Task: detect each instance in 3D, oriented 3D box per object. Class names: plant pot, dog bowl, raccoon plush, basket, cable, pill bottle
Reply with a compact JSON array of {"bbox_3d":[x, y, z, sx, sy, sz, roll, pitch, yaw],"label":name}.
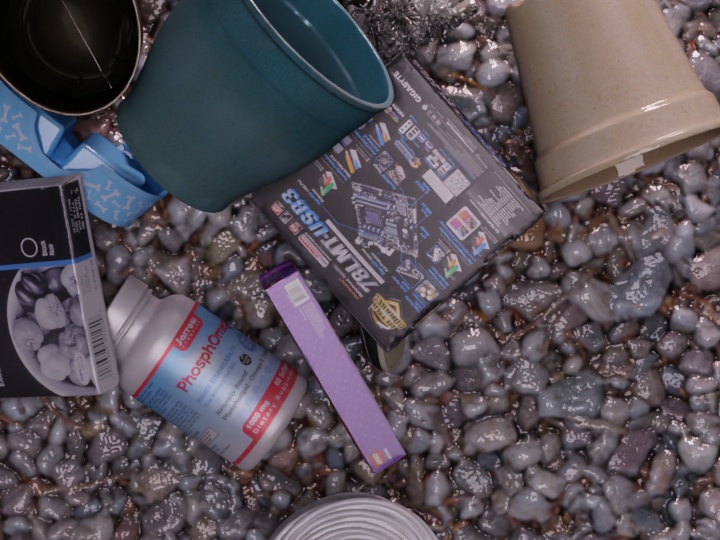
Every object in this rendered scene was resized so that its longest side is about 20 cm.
[{"bbox_3d":[0.225,-0.183,1.632,0.199,0.200,0.184,-21,85,-2],"label":"plant pot"},{"bbox_3d":[-0.274,-0.114,1.626,0.200,0.112,0.050,37,102,-7],"label":"dog bowl"},{"bbox_3d":[0.036,-0.198,1.666,0.133,0.097,0.201,5,113,-15],"label":"raccoon plush"},{"bbox_3d":[-0.261,-0.223,1.565,0.136,0.200,0.181,-30,94,0],"label":"basket"},{"bbox_3d":[-0.006,0.317,1.710,0.200,0.069,0.200,-45,97,0],"label":"cable"},{"bbox_3d":[-0.158,0.093,1.654,0.200,0.109,0.109,34,92,-7],"label":"pill bottle"},{"bbox_3d":[-0.105,-0.157,1.530,0.200,0.200,0.188,45,111,-7],"label":"plant pot"}]

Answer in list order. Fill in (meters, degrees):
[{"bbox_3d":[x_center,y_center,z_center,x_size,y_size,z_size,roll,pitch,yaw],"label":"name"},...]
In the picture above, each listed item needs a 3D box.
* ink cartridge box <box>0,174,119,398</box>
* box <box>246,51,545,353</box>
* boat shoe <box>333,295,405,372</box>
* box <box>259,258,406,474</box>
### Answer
[{"bbox_3d":[-0.330,0.019,1.614,0.199,0.043,0.199,-4,102,27],"label":"ink cartridge box"},{"bbox_3d":[0.033,-0.063,1.606,0.198,0.050,0.200,-42,91,12],"label":"box"},{"bbox_3d":[-0.001,0.000,1.682,0.066,0.074,0.200,-2,107,24],"label":"boat shoe"},{"bbox_3d":[-0.029,0.088,1.650,0.039,0.137,0.201,-30,97,-2],"label":"box"}]
